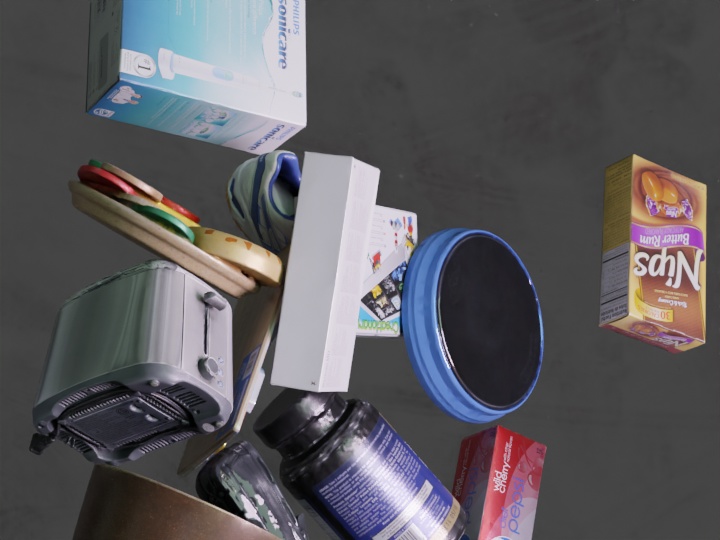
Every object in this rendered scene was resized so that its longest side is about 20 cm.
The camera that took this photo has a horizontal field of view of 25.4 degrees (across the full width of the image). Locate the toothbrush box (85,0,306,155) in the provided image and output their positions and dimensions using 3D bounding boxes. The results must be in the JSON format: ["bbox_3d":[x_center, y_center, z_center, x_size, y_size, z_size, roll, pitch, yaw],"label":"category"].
[{"bbox_3d":[-0.155,-0.210,1.535,0.199,0.085,0.147,10,67,-30],"label":"toothbrush box"}]

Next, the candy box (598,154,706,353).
[{"bbox_3d":[0.334,-0.018,1.811,0.116,0.056,0.201,18,65,-28],"label":"candy box"}]

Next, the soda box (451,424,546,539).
[{"bbox_3d":[0.124,0.258,1.561,0.063,0.070,0.201,24,61,-23],"label":"soda box"}]

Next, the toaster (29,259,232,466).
[{"bbox_3d":[-0.194,0.079,1.356,0.114,0.199,0.130,37,43,-38],"label":"toaster"}]

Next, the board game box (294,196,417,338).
[{"bbox_3d":[0.000,0.000,1.522,0.200,0.034,0.127,8,80,-63],"label":"board game box"}]

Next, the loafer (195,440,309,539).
[{"bbox_3d":[-0.071,0.245,1.436,0.070,0.068,0.201,-37,98,-43],"label":"loafer"}]

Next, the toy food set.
[{"bbox_3d":[-0.169,-0.037,1.399,0.197,0.200,0.049,31,86,-21],"label":"toy food set"}]

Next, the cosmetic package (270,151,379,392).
[{"bbox_3d":[-0.031,0.003,1.384,0.083,0.050,0.201,16,82,-74],"label":"cosmetic package"}]

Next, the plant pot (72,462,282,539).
[{"bbox_3d":[-0.173,0.287,1.300,0.186,0.187,0.201,30,73,-22],"label":"plant pot"}]

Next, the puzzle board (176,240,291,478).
[{"bbox_3d":[-0.103,0.077,1.424,0.017,0.151,0.201,26,60,-15],"label":"puzzle board"}]

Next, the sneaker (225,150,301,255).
[{"bbox_3d":[-0.056,-0.020,1.531,0.075,0.088,0.201,-34,95,-39],"label":"sneaker"}]

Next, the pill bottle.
[{"bbox_3d":[-0.003,0.191,1.474,0.200,0.112,0.112,49,54,-10],"label":"pill bottle"}]

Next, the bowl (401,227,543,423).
[{"bbox_3d":[0.119,0.053,1.615,0.200,0.039,0.202,17,68,-47],"label":"bowl"}]
